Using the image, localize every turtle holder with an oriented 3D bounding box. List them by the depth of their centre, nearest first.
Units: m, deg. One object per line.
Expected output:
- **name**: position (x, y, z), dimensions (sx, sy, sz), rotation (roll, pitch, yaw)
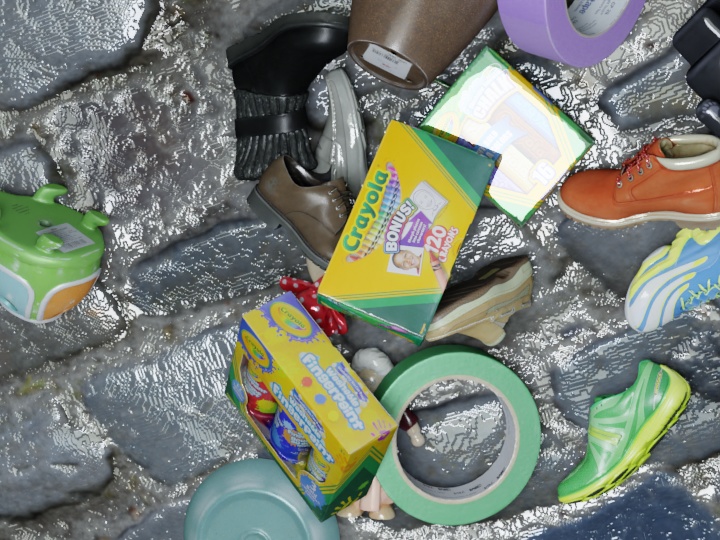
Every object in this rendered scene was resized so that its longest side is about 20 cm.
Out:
- **turtle holder**: position (-0.395, -0.020, 1.535), dimensions (0.184, 0.141, 0.133), rotation (17, 118, -2)

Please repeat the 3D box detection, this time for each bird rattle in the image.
- **bird rattle**: position (0.000, 0.000, 1.478), dimensions (0.198, 0.113, 0.164), rotation (3, 119, 22)

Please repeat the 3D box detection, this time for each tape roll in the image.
- **tape roll**: position (0.227, -0.316, 1.352), dimensions (0.065, 0.199, 0.202), rotation (24, 103, 37)
- **tape roll**: position (0.105, 0.187, 1.493), dimensions (0.198, 0.048, 0.202), rotation (-1, 98, -7)

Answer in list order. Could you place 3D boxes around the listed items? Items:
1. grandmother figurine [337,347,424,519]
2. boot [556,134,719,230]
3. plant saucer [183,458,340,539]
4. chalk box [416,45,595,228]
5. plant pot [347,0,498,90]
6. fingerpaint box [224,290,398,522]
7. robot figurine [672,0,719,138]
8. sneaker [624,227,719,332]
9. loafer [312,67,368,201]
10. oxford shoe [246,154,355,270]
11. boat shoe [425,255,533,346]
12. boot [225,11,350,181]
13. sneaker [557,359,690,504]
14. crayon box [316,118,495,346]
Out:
- **grandmother figurine**: position (0.015, 0.189, 1.533), dimensions (0.120, 0.061, 0.202), rotation (0, 100, 1)
- **boot**: position (0.302, -0.103, 1.402), dimensions (0.198, 0.075, 0.108), rotation (0, 139, 25)
- **plant saucer**: position (-0.125, 0.331, 1.587), dimensions (0.198, 0.036, 0.202), rotation (1, 98, 10)
- **chalk box**: position (0.143, -0.163, 1.427), dimensions (0.200, 0.125, 0.124), rotation (43, 102, 1)
- **plant pot**: position (0.068, -0.297, 1.356), dimensions (0.186, 0.187, 0.201), rotation (24, 76, 6)
- **fingerpaint box**: position (-0.062, 0.154, 1.455), dimensions (0.200, 0.073, 0.167), rotation (50, 148, 21)
- **robot figurine**: position (0.424, -0.203, 1.375), dimensions (0.200, 0.125, 0.150), rotation (44, 106, 2)
- **sneaker**: position (0.373, 0.002, 1.413), dimensions (0.076, 0.105, 0.200), rotation (34, 103, -26)
- **loafer**: position (-0.025, -0.128, 1.489), dimensions (0.069, 0.070, 0.202), rotation (-8, 97, 2)
- **oxford shoe**: position (-0.029, -0.052, 1.391), dimensions (0.200, 0.073, 0.085), rotation (38, 111, 14)
- **boat shoe**: position (0.135, 0.047, 1.426), dimensions (0.071, 0.199, 0.077), rotation (-7, 103, 43)
- **boot**: position (-0.072, -0.187, 1.439), dimensions (0.210, 0.079, 0.159), rotation (-14, 79, 53)
- **sneaker**: position (0.291, 0.185, 1.486), dimensions (0.084, 0.074, 0.200), rotation (46, 107, 27)
- **crayon box**: position (0.046, -0.039, 1.335), dimensions (0.118, 0.058, 0.201), rotation (22, 79, 4)
